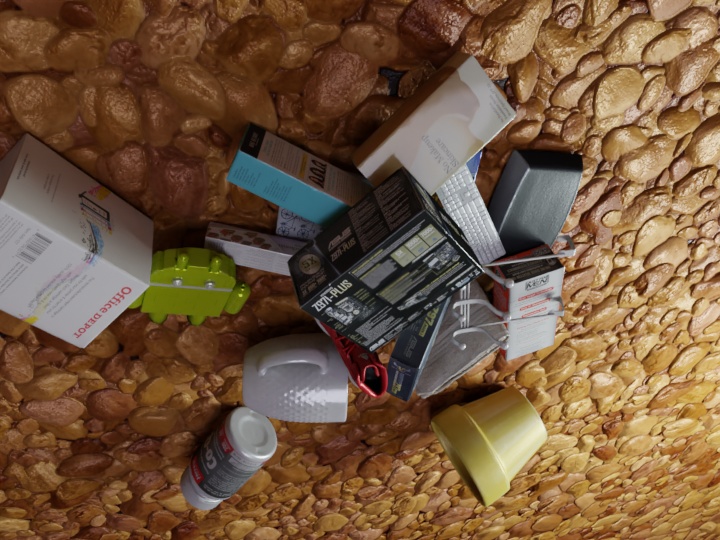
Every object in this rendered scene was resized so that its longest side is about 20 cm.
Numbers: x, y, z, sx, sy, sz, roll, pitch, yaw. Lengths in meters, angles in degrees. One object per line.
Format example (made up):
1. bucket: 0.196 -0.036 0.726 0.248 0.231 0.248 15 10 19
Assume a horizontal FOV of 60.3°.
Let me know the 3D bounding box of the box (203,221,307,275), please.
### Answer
1. box: -0.131 -0.025 0.915 0.195 0.039 0.042 12 129 -9

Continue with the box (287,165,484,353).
1. box: 0.033 -0.005 0.806 0.199 0.087 0.163 -38 136 17

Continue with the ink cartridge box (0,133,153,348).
1. ink cartridge box: -0.388 -0.032 0.790 0.146 0.146 0.199 -36 130 18

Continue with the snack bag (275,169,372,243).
1. snack bag: -0.028 -0.061 0.924 0.195 0.022 0.191 11 128 -7

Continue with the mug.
1. mug: -0.109 0.171 1.032 0.171 0.151 0.201 1 155 -5

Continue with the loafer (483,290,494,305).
1. loafer: 0.200 0.125 1.143 0.071 0.072 0.203 6 128 -20

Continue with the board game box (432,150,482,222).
1. board game box: 0.097 -0.100 0.943 0.132 0.035 0.203 -2 130 -13

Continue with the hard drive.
1. hard drive: 0.271 -0.093 0.995 0.132 0.043 0.203 1 130 -16

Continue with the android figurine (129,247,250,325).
1. android figurine: -0.252 0.026 0.908 0.178 0.042 0.200 7 149 -26

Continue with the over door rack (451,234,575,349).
1. over door rack: 0.235 0.042 0.938 0.196 0.067 0.150 -16 134 -8

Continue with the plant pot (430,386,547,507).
1. plant pot: 0.275 0.347 1.290 0.187 0.201 0.203 -31 133 -9

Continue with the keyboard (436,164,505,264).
1. keyboard: 0.168 -0.078 0.947 0.055 0.011 0.201 -24 132 13

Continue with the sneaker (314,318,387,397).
1. sneaker: -0.008 0.098 0.930 0.078 0.115 0.202 -33 102 -10

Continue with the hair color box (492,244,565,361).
1. hair color box: 0.283 0.059 1.063 0.099 0.062 0.202 -17 136 -7

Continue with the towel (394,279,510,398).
1. towel: 0.152 0.119 1.084 0.199 0.134 0.034 -42 144 21

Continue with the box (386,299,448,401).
1. box: 0.099 0.088 0.979 0.050 0.202 0.159 21 153 10

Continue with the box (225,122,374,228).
1. box: -0.073 -0.113 0.821 0.197 0.083 0.049 25 124 -16

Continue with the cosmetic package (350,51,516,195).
1. cosmetic package: 0.092 -0.176 0.816 0.200 0.071 0.105 -44 111 10

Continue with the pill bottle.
1. pill bottle: -0.258 0.365 1.193 0.113 0.115 0.200 26 119 -32
